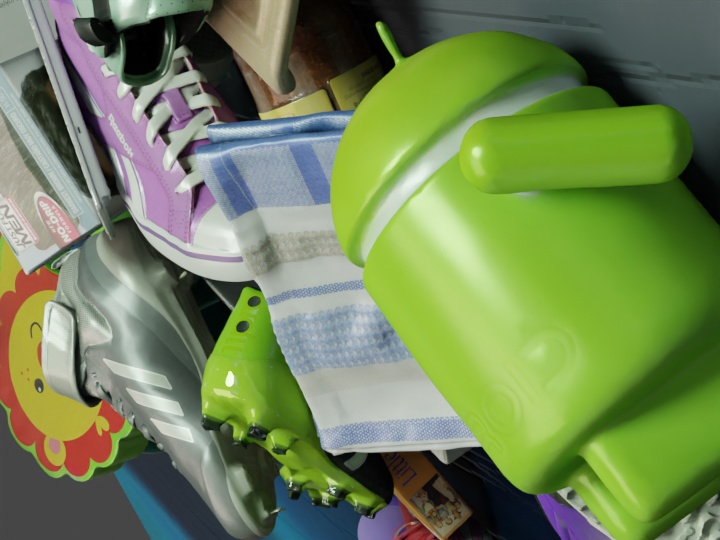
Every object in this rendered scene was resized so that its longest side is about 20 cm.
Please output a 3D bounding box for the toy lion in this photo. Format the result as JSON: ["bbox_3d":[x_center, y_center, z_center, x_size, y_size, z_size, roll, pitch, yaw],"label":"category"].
[{"bbox_3d":[-0.184,0.021,1.141,0.192,0.068,0.201,41,124,29],"label":"toy lion"}]

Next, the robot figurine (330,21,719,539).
[{"bbox_3d":[0.067,-0.001,0.668,0.201,0.115,0.176,53,171,18],"label":"robot figurine"}]

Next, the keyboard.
[{"bbox_3d":[-0.162,-0.114,0.942,0.056,0.011,0.202,110,140,-72],"label":"keyboard"}]

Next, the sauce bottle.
[{"bbox_3d":[-0.017,-0.084,0.862,0.201,0.066,0.066,67,162,-10],"label":"sauce bottle"}]

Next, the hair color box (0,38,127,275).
[{"bbox_3d":[-0.150,-0.082,1.045,0.099,0.060,0.200,57,-154,-6],"label":"hair color box"}]

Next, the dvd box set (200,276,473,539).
[{"bbox_3d":[-0.024,0.063,1.099,0.200,0.029,0.146,50,175,-32],"label":"dvd box set"}]

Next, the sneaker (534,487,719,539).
[{"bbox_3d":[0.133,0.128,0.811,0.201,0.069,0.100,60,171,2],"label":"sneaker"}]

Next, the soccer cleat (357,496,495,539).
[{"bbox_3d":[0.062,0.186,1.091,0.200,0.067,0.076,36,173,41],"label":"soccer cleat"}]

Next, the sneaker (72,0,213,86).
[{"bbox_3d":[-0.133,-0.133,0.814,0.200,0.073,0.119,-9,94,57],"label":"sneaker"}]

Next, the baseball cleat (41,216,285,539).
[{"bbox_3d":[-0.117,0.073,1.048,0.070,0.106,0.201,21,-137,-66],"label":"baseball cleat"}]

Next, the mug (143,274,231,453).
[{"bbox_3d":[-0.124,0.018,1.225,0.115,0.151,0.186,51,128,30],"label":"mug"}]

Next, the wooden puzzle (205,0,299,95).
[{"bbox_3d":[-0.066,-0.202,0.778,0.185,0.037,0.201,47,144,35],"label":"wooden puzzle"}]

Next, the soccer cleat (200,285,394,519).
[{"bbox_3d":[-0.022,0.075,0.974,0.067,0.082,0.200,10,160,25],"label":"soccer cleat"}]

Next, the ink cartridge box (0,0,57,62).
[{"bbox_3d":[-0.236,-0.211,1.119,0.086,0.146,0.201,42,157,46],"label":"ink cartridge box"}]

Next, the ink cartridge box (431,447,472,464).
[{"bbox_3d":[0.000,0.000,0.986,0.200,0.050,0.109,46,161,38],"label":"ink cartridge box"}]

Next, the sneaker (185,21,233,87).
[{"bbox_3d":[-0.139,-0.180,1.033,0.201,0.070,0.080,54,166,11],"label":"sneaker"}]

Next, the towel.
[{"bbox_3d":[0.020,0.011,0.831,0.146,0.024,0.201,-4,131,20],"label":"towel"}]

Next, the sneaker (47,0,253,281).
[{"bbox_3d":[-0.100,-0.084,0.894,0.200,0.072,0.115,45,157,36],"label":"sneaker"}]
